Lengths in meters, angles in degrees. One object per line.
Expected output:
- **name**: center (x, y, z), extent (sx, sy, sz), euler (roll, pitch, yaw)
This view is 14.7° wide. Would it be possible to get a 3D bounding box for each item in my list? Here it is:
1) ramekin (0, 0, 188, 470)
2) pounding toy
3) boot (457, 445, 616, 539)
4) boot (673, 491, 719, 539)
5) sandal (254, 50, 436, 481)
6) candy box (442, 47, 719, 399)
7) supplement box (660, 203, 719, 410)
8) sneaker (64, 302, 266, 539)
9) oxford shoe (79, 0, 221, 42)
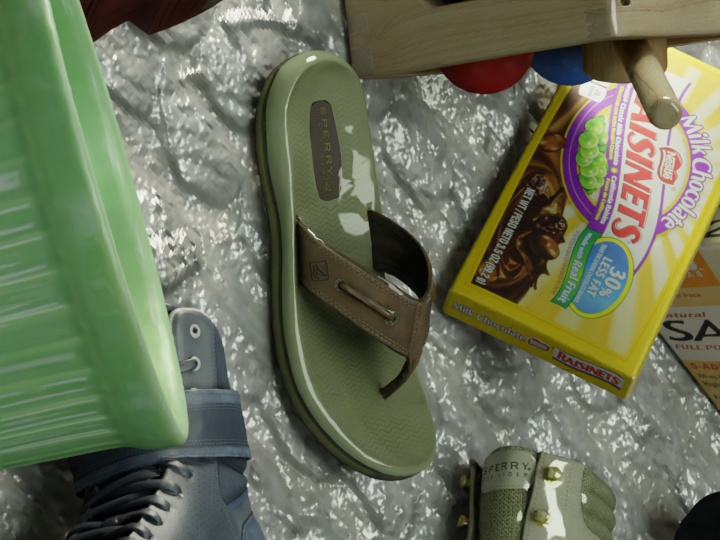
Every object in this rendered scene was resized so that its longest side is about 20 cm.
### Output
- **ramekin**: center (-0.136, -0.021, 1.023), extent (0.200, 0.097, 0.201), euler (164, -90, -90)
- **pounding toy**: center (0.107, -0.133, 1.305), extent (0.184, 0.199, 0.143), euler (-8, 92, -49)
- **boot**: center (0.059, 0.159, 1.315), extent (0.200, 0.072, 0.156), euler (21, 71, -52)
- **boot**: center (0.254, 0.162, 1.535), extent (0.168, 0.076, 0.201), euler (-45, 126, -38)
- **sandal**: center (-0.001, -0.001, 1.273), extent (0.080, 0.057, 0.202), euler (-19, 101, -48)
- **candy box**: center (0.126, -0.036, 1.403), extent (0.102, 0.026, 0.201), euler (26, 56, 4)
- **supplement box**: center (0.234, 0.023, 1.493), extent (0.200, 0.126, 0.074), euler (49, 53, -33)
- **sneaker**: center (-0.100, 0.088, 1.102), extent (0.202, 0.076, 0.147), euler (2, 76, -69)
- **oxford shoe**: center (-0.130, -0.129, 1.149), extent (0.199, 0.070, 0.075), euler (-21, 70, -43)
